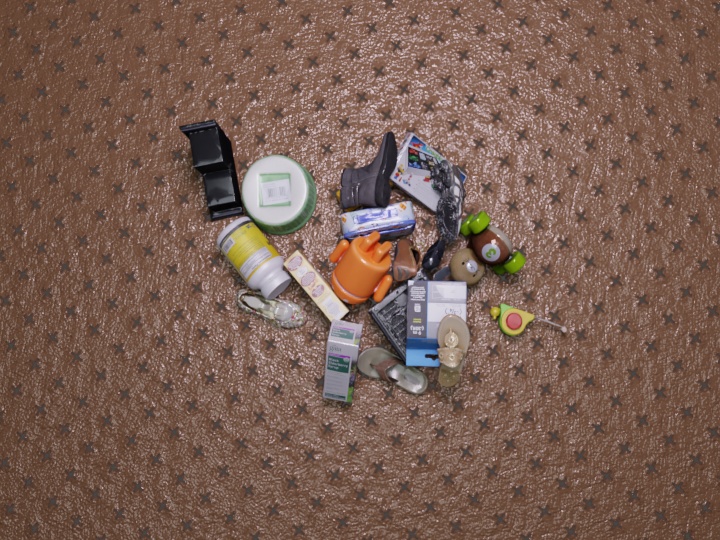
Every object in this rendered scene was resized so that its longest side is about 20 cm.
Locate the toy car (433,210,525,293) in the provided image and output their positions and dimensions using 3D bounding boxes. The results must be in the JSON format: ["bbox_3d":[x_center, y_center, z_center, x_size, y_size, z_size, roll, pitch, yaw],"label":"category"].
[{"bbox_3d":[0.277,-0.015,1.600,0.200,0.158,0.165,-45,96,-7],"label":"toy car"}]

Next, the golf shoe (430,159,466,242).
[{"bbox_3d":[0.234,-0.173,1.607,0.077,0.093,0.206,-8,84,46],"label":"golf shoe"}]

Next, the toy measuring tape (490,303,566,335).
[{"bbox_3d":[0.422,0.143,1.639,0.196,0.074,0.075,20,87,3],"label":"toy measuring tape"}]

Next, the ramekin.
[{"bbox_3d":[-0.214,-0.200,1.664,0.194,0.098,0.206,0,86,2],"label":"ramekin"}]

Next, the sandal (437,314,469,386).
[{"bbox_3d":[0.214,0.206,1.487,0.075,0.070,0.216,1,127,2],"label":"sandal"}]

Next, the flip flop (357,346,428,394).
[{"bbox_3d":[0.083,0.259,1.647,0.197,0.058,0.083,27,88,3],"label":"flip flop"}]

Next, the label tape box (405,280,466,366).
[{"bbox_3d":[0.180,0.128,1.531,0.140,0.063,0.206,1,86,2],"label":"label tape box"}]

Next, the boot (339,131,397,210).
[{"bbox_3d":[0.015,-0.248,1.575,0.129,0.070,0.205,3,68,26],"label":"boot"}]

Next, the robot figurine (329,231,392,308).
[{"bbox_3d":[0.001,0.001,1.571,0.141,0.118,0.201,17,128,-24],"label":"robot figurine"}]

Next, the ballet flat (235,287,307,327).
[{"bbox_3d":[-0.235,0.100,1.665,0.195,0.064,0.077,16,86,2],"label":"ballet flat"}]

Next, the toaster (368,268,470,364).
[{"bbox_3d":[0.142,0.124,1.623,0.180,0.119,0.202,-37,86,0],"label":"toaster"}]

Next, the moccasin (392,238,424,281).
[{"bbox_3d":[0.122,-0.031,1.596,0.076,0.202,0.076,-2,105,8],"label":"moccasin"}]

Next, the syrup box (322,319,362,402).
[{"bbox_3d":[-0.045,0.225,1.589,0.077,0.082,0.203,9,129,2],"label":"syrup box"}]

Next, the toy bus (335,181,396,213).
[{"bbox_3d":[0.034,-0.223,1.659,0.197,0.078,0.066,-31,86,-15],"label":"toy bus"}]

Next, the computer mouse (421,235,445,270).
[{"bbox_3d":[0.209,-0.075,1.636,0.034,0.058,0.202,37,60,-11],"label":"computer mouse"}]

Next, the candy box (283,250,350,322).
[{"bbox_3d":[-0.109,0.045,1.638,0.055,0.115,0.201,-39,86,-2],"label":"candy box"}]

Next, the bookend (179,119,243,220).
[{"bbox_3d":[-0.372,-0.247,1.623,0.090,0.199,0.205,-11,87,-1],"label":"bookend"}]

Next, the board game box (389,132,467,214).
[{"bbox_3d":[0.168,-0.241,1.645,0.198,0.035,0.128,33,86,-24],"label":"board game box"}]

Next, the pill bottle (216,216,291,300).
[{"bbox_3d":[-0.268,-0.028,1.642,0.112,0.112,0.201,-40,81,-1],"label":"pill bottle"}]

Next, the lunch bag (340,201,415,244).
[{"bbox_3d":[0.041,-0.117,1.620,0.195,0.160,0.078,-12,85,1],"label":"lunch bag"}]
